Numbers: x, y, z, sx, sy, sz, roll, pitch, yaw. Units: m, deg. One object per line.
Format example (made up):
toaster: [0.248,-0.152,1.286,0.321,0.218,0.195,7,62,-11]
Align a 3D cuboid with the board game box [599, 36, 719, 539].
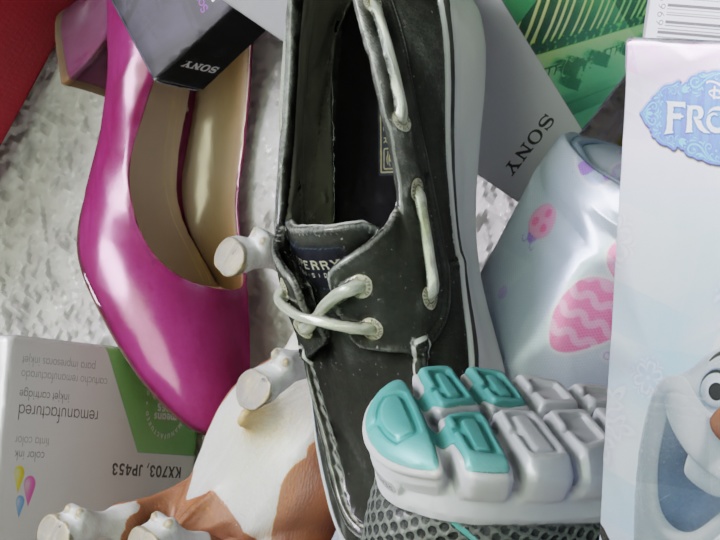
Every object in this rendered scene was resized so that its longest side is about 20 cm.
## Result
board game box: [0.156,0.045,0.608,0.200,0.043,0.200,6,96,34]

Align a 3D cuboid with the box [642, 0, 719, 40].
box: [0.176,-0.093,0.647,0.200,0.041,0.156,9,91,36]

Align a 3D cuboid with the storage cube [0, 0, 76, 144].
storage cube: [-0.233,-0.130,0.963,0.171,0.200,0.180,33,97,32]

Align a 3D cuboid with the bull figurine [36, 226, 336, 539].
bull figurine: [-0.037,0.077,0.861,0.065,0.121,0.200,33,97,35]

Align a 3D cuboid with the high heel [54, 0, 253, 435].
high heel: [-0.060,-0.043,0.911,0.096,0.067,0.200,-34,65,34]

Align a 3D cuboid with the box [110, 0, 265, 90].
box: [-0.030,-0.180,0.867,0.200,0.036,0.143,-41,67,26]

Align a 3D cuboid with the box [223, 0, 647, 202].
box: [0.016,-0.132,0.801,0.200,0.036,0.144,33,118,-7]

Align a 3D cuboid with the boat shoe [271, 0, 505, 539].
boat shoe: [0.000,0.000,0.766,0.071,0.064,0.201,-7,83,38]

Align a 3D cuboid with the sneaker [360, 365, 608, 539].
sneaker: [0.083,0.085,0.748,0.078,0.199,0.091,-124,46,-58]

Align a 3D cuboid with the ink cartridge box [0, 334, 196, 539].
ink cartridge box: [-0.125,0.126,0.907,0.067,0.117,0.201,3,86,34]

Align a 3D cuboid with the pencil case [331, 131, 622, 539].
pencil case: [0.060,0.053,0.814,0.200,0.091,0.083,-60,40,12]
